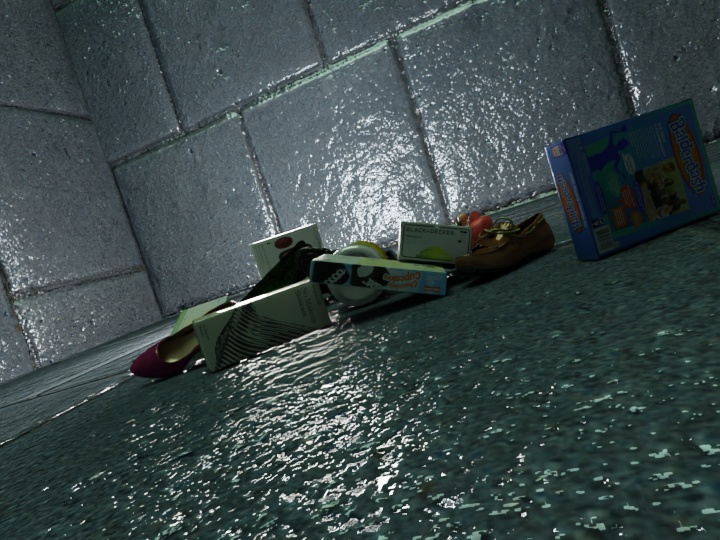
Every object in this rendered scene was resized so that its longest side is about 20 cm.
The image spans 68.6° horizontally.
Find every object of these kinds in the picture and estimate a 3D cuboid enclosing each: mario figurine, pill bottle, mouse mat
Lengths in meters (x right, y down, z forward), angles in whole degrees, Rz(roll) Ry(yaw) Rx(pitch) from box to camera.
[{"bbox_3d":[0.202,-0.081,1.172,0.199,0.106,0.124,-25,33,39],"label":"mario figurine"},{"bbox_3d":[0.000,0.000,1.010,0.108,0.110,0.200,-18,4,7],"label":"pill bottle"},{"bbox_3d":[-0.179,0.027,1.187,0.200,0.008,0.161,-45,-19,-5],"label":"mouse mat"}]

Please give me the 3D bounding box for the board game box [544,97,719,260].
[{"bbox_3d":[0.350,-0.117,0.674,0.198,0.154,0.045,-19,3,-12],"label":"board game box"}]

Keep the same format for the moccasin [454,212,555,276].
[{"bbox_3d":[0.220,-0.043,0.805,0.200,0.078,0.073,-20,4,-26],"label":"moccasin"}]

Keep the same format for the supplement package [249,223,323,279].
[{"bbox_3d":[-0.192,-0.017,1.537,0.198,0.193,0.147,-19,5,-4],"label":"supplement package"}]

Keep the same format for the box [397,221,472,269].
[{"bbox_3d":[0.121,-0.040,0.915,0.115,0.061,0.200,5,-2,2],"label":"box"}]

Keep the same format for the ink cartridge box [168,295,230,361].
[{"bbox_3d":[-0.255,0.098,0.990,0.198,0.048,0.146,-20,25,7],"label":"ink cartridge box"}]

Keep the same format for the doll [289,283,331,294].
[{"bbox_3d":[-0.096,0.038,1.206,0.135,0.049,0.200,-6,-1,7],"label":"doll"}]

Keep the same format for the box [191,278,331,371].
[{"bbox_3d":[-0.152,0.081,0.820,0.198,0.083,0.068,-21,4,-20],"label":"box"}]

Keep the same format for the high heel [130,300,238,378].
[{"bbox_3d":[-0.286,0.107,0.859,0.199,0.068,0.097,-25,-32,-17],"label":"high heel"}]

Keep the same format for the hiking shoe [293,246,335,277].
[{"bbox_3d":[-0.052,-0.004,1.161,0.198,0.077,0.101,16,1,-9],"label":"hiking shoe"}]

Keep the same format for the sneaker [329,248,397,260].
[{"bbox_3d":[0.004,-0.018,1.246,0.198,0.071,0.108,4,-5,-28],"label":"sneaker"}]

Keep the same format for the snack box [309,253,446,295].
[{"bbox_3d":[0.030,0.004,0.812,0.198,0.038,0.116,5,7,5],"label":"snack box"}]
